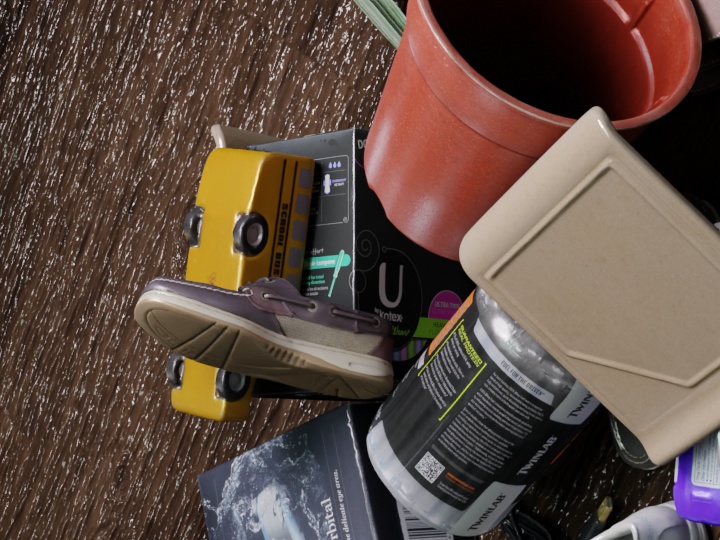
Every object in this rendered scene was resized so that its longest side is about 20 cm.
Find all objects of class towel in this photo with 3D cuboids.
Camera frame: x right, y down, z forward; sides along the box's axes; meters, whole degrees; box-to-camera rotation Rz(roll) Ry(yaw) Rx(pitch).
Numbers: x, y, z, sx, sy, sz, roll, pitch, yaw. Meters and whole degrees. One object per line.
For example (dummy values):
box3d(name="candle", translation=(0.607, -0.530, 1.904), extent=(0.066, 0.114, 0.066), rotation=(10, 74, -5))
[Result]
box3d(name="towel", translation=(0.006, -0.216, 1.512), extent=(0.023, 0.153, 0.200), rotation=(-40, 11, 3))

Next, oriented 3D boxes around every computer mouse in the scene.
box3d(name="computer mouse", translation=(0.145, 0.125, 1.457), extent=(0.140, 0.046, 0.201), rotation=(46, 118, 40))

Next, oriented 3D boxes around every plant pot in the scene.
box3d(name="plant pot", translation=(0.099, -0.118, 1.328), extent=(0.202, 0.199, 0.196), rotation=(67, 151, 26))

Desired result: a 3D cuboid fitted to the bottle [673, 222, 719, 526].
box3d(name="bottle", translation=(0.255, 0.070, 1.322), extent=(0.065, 0.083, 0.202), rotation=(4, 88, 36))

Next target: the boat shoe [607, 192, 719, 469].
box3d(name="boat shoe", translation=(0.205, 0.043, 1.390), extent=(0.066, 0.057, 0.202), rotation=(16, 98, 36))

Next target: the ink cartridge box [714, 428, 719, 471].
box3d(name="ink cartridge box", translation=(0.322, 0.082, 1.240), extent=(0.198, 0.041, 0.202), rotation=(-8, 86, 15))

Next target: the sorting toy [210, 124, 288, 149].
box3d(name="sorting toy", translation=(-0.073, -0.009, 1.599), extent=(0.036, 0.185, 0.202), rotation=(-4, 85, 29))

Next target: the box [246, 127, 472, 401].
box3d(name="box", translation=(0.000, 0.000, 1.544), extent=(0.124, 0.148, 0.202), rotation=(-6, 81, 42))

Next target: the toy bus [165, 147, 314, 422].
box3d(name="toy bus", translation=(-0.089, 0.010, 1.470), extent=(0.065, 0.078, 0.202), rotation=(8, 92, 42))

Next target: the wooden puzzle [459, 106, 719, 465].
box3d(name="wooden puzzle", translation=(0.172, 0.012, 1.231), extent=(0.200, 0.037, 0.185), rotation=(47, 142, 3))

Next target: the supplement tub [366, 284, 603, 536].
box3d(name="supplement tub", translation=(0.103, 0.082, 1.388), extent=(0.200, 0.122, 0.123), rotation=(-52, 53, 29))

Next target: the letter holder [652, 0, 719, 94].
box3d(name="letter holder", translation=(0.234, -0.238, 1.362), extent=(0.142, 0.100, 0.202), rotation=(-19, 73, 45))

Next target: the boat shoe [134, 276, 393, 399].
box3d(name="boat shoe", translation=(-0.065, 0.038, 1.402), extent=(0.072, 0.198, 0.065), rotation=(137, 146, -57))

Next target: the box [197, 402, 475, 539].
box3d(name="box", translation=(-0.014, 0.229, 1.564), extent=(0.199, 0.117, 0.198), rotation=(-29, 66, 42))

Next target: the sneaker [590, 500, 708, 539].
box3d(name="sneaker", translation=(0.157, 0.235, 1.404), extent=(0.201, 0.088, 0.075), rotation=(-54, 53, 29))
